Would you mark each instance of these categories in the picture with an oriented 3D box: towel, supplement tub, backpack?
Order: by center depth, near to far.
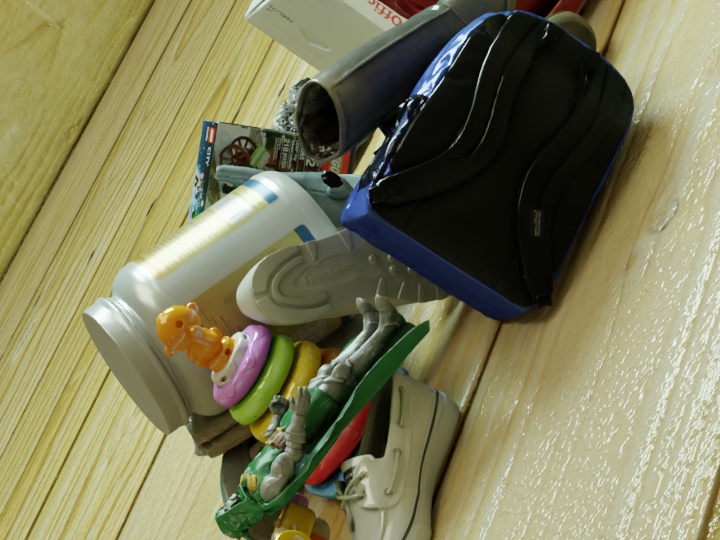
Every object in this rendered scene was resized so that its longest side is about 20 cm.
[{"bbox_3d":[0.091,-0.087,1.571,0.201,0.162,0.168,-60,13,-10],"label":"backpack"},{"bbox_3d":[-0.112,0.027,1.741,0.200,0.145,0.145,-35,11,-14],"label":"supplement tub"},{"bbox_3d":[-0.064,0.082,1.803,0.199,0.035,0.133,-31,23,-1],"label":"towel"}]

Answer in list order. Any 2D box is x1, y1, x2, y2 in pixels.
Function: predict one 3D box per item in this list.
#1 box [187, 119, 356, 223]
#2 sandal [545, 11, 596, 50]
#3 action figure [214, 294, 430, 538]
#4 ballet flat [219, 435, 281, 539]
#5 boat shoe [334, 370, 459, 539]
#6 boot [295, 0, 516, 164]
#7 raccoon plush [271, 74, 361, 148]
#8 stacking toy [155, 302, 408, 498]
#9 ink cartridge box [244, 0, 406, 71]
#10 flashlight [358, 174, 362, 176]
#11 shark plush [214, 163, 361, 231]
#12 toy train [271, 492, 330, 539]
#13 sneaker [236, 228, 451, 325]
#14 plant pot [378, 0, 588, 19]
[{"bbox_3d":[-0.086,-0.024,1.879,0.038,0.136,0.201,17,99,64],"label":"box"},{"bbox_3d":[0.135,-0.121,1.693,0.054,0.080,0.200,19,70,51],"label":"sandal"},{"bbox_3d":[-0.037,0.108,1.517,0.200,0.055,0.118,-54,11,-15],"label":"action figure"},{"bbox_3d":[-0.078,0.150,1.785,0.064,0.067,0.200,-43,20,18],"label":"ballet flat"},{"bbox_3d":[0.012,0.157,1.499,0.074,0.067,0.200,-42,21,42],"label":"boat shoe"},{"bbox_3d":[0.036,-0.144,1.660,0.200,0.072,0.182,-47,-22,-24],"label":"boot"},{"bbox_3d":[-0.066,-0.116,2.232,0.201,0.097,0.134,-64,10,-24],"label":"raccoon plush"},{"bbox_3d":[-0.074,0.085,1.644,0.116,0.200,0.110,-63,17,-10],"label":"stacking toy"},{"bbox_3d":[-0.006,-0.339,2.372,0.146,0.146,0.201,-29,32,57],"label":"ink cartridge box"},{"bbox_3d":[-0.033,-0.033,2.010,0.200,0.067,0.068,150,119,-61],"label":"flashlight"},{"bbox_3d":[-0.022,-0.074,1.827,0.083,0.199,0.091,121,172,-72],"label":"shark plush"},{"bbox_3d":[-0.055,0.241,1.505,0.200,0.055,0.151,-111,40,-84],"label":"toy train"},{"bbox_3d":[0.000,0.000,1.661,0.080,0.199,0.077,145,116,-70],"label":"sneaker"},{"bbox_3d":[0.112,-0.290,1.862,0.201,0.182,0.201,-51,16,21],"label":"plant pot"}]
